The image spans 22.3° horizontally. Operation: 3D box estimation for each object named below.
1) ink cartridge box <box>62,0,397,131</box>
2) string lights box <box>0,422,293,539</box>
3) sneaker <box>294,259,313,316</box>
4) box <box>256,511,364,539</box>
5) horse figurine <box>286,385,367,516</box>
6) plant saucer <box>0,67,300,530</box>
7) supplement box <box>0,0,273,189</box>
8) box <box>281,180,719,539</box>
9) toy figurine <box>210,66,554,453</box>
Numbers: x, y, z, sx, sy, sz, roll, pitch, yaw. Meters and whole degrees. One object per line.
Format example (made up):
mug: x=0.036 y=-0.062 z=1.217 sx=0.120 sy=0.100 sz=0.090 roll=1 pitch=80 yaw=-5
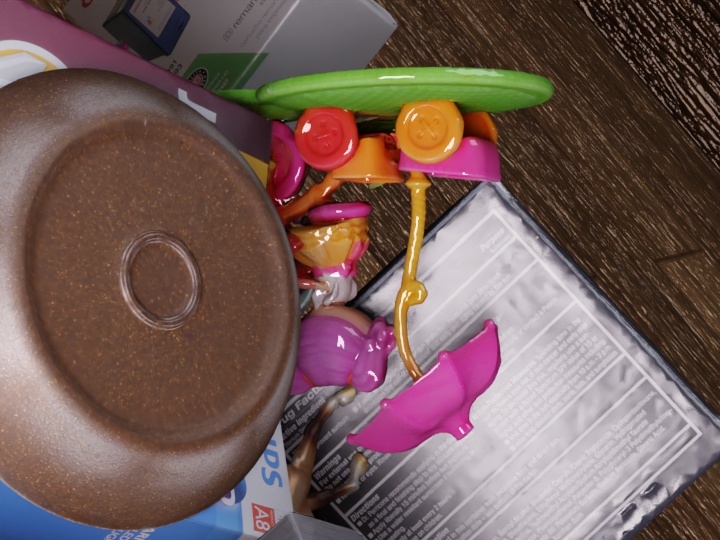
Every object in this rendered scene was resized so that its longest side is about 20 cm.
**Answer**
ink cartridge box: x=-0.093 y=-0.171 z=1.227 sx=0.087 sy=0.145 sz=0.200 roll=31 pitch=11 yaw=-46
string lights box: x=-0.128 y=0.072 z=0.808 sx=0.200 sy=0.059 sz=0.103 roll=21 pitch=43 yaw=-35
sneaker: x=-0.058 y=0.007 z=1.105 sx=0.076 sy=0.092 sz=0.200 roll=42 pitch=20 yaw=-15
box: x=-0.030 y=0.216 z=0.667 sx=0.048 sy=0.158 sz=0.200 roll=24 pitch=31 yaw=-47
horse figurine: x=-0.020 y=0.153 z=0.928 sx=0.132 sy=0.050 sz=0.201 roll=-29 pitch=94 yaw=-45
plant saucer: x=-0.093 y=0.007 z=0.769 sx=0.200 sy=0.037 sz=0.201 roll=13 pitch=70 yaw=-40
supplement box: x=-0.143 y=-0.044 z=0.824 sx=0.200 sy=0.085 sz=0.111 roll=23 pitch=59 yaw=-37
box: x=0.069 y=0.082 z=1.037 sx=0.198 sy=0.200 sz=0.123 roll=47 pitch=4 yaw=-1
toy figurine: x=0.000 y=0.000 z=0.921 sx=0.150 sy=0.199 sz=0.185 roll=3 pitch=86 yaw=-68
